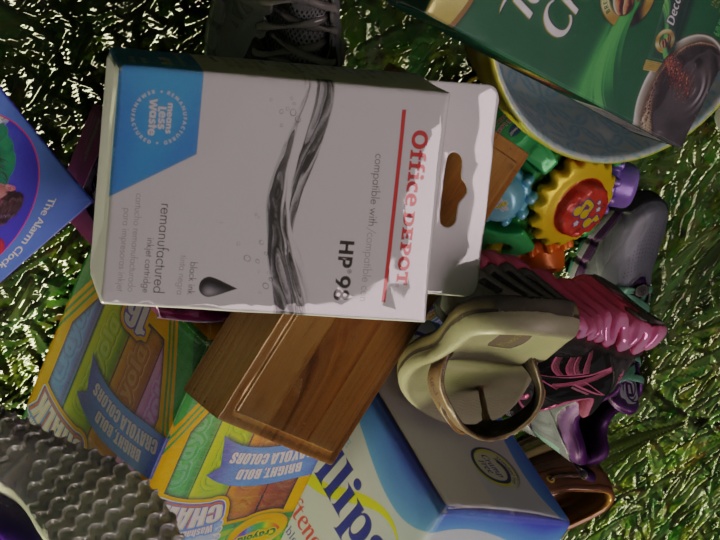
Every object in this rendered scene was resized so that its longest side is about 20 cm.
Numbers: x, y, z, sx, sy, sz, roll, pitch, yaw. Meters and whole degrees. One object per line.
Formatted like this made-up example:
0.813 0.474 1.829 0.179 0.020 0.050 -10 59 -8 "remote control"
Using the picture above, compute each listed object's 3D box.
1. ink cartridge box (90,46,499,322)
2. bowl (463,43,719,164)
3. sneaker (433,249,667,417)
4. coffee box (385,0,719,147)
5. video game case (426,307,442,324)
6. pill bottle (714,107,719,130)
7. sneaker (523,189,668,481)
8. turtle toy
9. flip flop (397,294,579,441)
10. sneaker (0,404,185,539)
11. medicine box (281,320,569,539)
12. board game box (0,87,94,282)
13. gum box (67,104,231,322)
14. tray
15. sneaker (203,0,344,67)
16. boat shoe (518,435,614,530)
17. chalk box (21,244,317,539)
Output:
-0.026 -0.040 1.033 0.199 0.067 0.116 3 101 -12 "ink cartridge box"
0.125 -0.169 1.204 0.200 0.108 0.201 -12 114 -29 "bowl"
0.103 0.048 1.264 0.200 0.079 0.096 13 115 -51 "sneaker"
0.117 -0.153 1.110 0.200 0.044 0.123 24 94 -37 "coffee box"
-0.002 0.056 1.369 0.143 0.018 0.200 -34 140 -14 "video game case"
0.300 -0.172 1.372 0.111 0.111 0.200 -8 128 -38 "pill bottle"
0.179 0.046 1.468 0.074 0.088 0.200 -2 124 -41 "sneaker"
0.123 -0.077 1.300 0.200 0.101 0.146 -44 141 -2 "turtle toy"
0.070 0.059 1.137 0.081 0.058 0.200 -3 165 -13 "flip flop"
-0.177 0.142 1.152 0.070 0.200 0.100 -38 149 -44 "sneaker"
0.004 0.156 1.297 0.103 0.182 0.200 8 124 -37 "medicine box"
-0.247 -0.017 1.060 0.200 0.045 0.135 -41 141 -7 "board game box"
-0.059 -0.030 1.166 0.200 0.113 0.066 1 122 -43 "gum box"
0.000 0.000 1.122 0.099 0.037 0.200 28 97 -48 "tray"
-0.036 -0.133 1.067 0.075 0.116 0.201 0 110 -9 "sneaker"
0.095 0.178 1.521 0.200 0.068 0.072 -23 136 -26 "boat shoe"
-0.107 0.092 1.218 0.124 0.124 0.200 1 121 -43 "chalk box"
